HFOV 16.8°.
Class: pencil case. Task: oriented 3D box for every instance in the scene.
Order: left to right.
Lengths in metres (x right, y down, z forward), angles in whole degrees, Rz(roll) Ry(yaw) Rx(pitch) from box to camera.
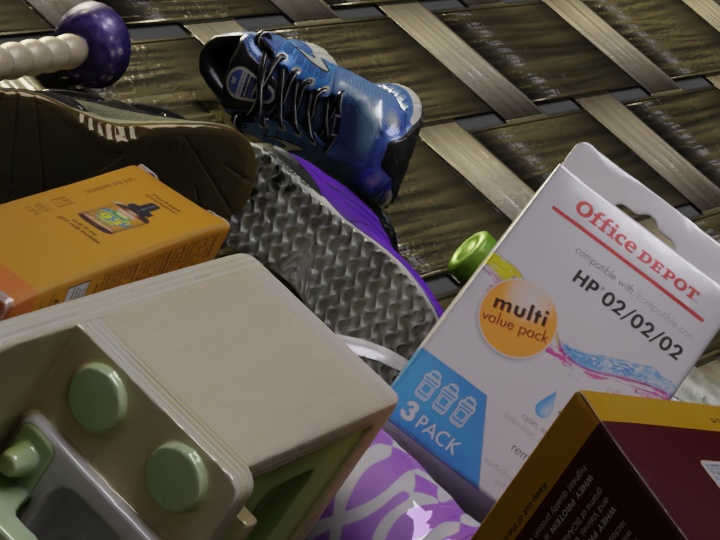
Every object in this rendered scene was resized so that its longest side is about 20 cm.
[{"bbox_3d":[-0.019,0.094,1.157,0.200,0.084,0.085,46,24,25],"label":"pencil case"}]

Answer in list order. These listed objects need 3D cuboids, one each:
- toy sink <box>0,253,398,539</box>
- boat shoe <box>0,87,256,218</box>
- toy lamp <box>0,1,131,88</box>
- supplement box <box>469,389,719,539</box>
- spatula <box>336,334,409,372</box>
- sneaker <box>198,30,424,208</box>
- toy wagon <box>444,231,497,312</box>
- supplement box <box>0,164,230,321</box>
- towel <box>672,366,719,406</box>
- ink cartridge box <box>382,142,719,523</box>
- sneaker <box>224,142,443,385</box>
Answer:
[{"bbox_3d":[-0.094,0.089,1.029,0.112,0.131,0.200,43,26,17],"label":"toy sink"},{"bbox_3d":[-0.156,-0.060,1.294,0.199,0.072,0.066,3,8,-27],"label":"boat shoe"},{"bbox_3d":[-0.199,-0.115,1.341,0.058,0.058,0.200,40,27,14],"label":"toy lamp"},{"bbox_3d":[0.134,0.195,1.032,0.132,0.198,0.200,9,34,-41],"label":"supplement box"},{"bbox_3d":[-0.004,0.042,1.259,0.198,0.021,0.057,8,43,-2],"label":"spatula"},{"bbox_3d":[-0.036,-0.093,1.442,0.089,0.079,0.200,13,10,-36],"label":"sneaker"},{"bbox_3d":[0.110,0.047,1.410,0.155,0.040,0.200,45,20,-16],"label":"toy wagon"},{"bbox_3d":[-0.146,0.004,1.182,0.066,0.069,0.200,33,26,18],"label":"supplement box"},{"bbox_3d":[0.122,0.112,1.272,0.199,0.035,0.193,30,51,2],"label":"towel"},{"bbox_3d":[0.105,0.032,1.211,0.115,0.200,0.068,36,-17,3],"label":"ink cartridge box"},{"bbox_3d":[0.000,-0.001,1.364,0.200,0.070,0.099,48,20,21],"label":"sneaker"}]
